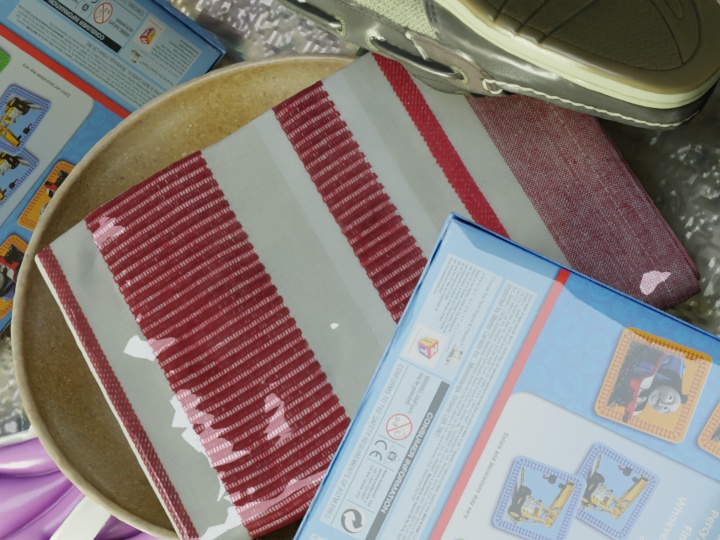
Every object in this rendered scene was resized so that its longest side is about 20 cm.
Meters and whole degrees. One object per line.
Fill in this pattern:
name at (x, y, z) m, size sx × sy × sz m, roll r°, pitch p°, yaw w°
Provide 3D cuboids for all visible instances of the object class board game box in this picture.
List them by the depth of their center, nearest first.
board game box at (0.087, 0.091, 0.903) m, size 0.200 × 0.037 × 0.152 m, roll 25°, pitch 85°, yaw 14°
board game box at (-0.160, -0.042, 1.054) m, size 0.037 × 0.151 × 0.200 m, roll 40°, pitch 93°, yaw 35°

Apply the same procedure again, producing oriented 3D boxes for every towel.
towel at (0.000, 0.000, 0.981) m, size 0.200 × 0.023 × 0.144 m, roll -30°, pitch 62°, yaw -1°

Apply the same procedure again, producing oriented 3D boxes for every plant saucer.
plant saucer at (-0.026, 0.015, 1.011) m, size 0.200 × 0.035 × 0.201 m, roll -6°, pitch 61°, yaw 11°

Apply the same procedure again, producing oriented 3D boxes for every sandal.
sandal at (-0.109, 0.080, 1.049) m, size 0.202 × 0.050 × 0.083 m, roll -22°, pitch 63°, yaw 21°

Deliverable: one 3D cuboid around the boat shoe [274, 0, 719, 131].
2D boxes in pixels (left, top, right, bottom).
boat shoe at (0.040, -0.094, 0.968) m, size 0.201 × 0.066 × 0.072 m, roll 28°, pitch 52°, yaw 26°
